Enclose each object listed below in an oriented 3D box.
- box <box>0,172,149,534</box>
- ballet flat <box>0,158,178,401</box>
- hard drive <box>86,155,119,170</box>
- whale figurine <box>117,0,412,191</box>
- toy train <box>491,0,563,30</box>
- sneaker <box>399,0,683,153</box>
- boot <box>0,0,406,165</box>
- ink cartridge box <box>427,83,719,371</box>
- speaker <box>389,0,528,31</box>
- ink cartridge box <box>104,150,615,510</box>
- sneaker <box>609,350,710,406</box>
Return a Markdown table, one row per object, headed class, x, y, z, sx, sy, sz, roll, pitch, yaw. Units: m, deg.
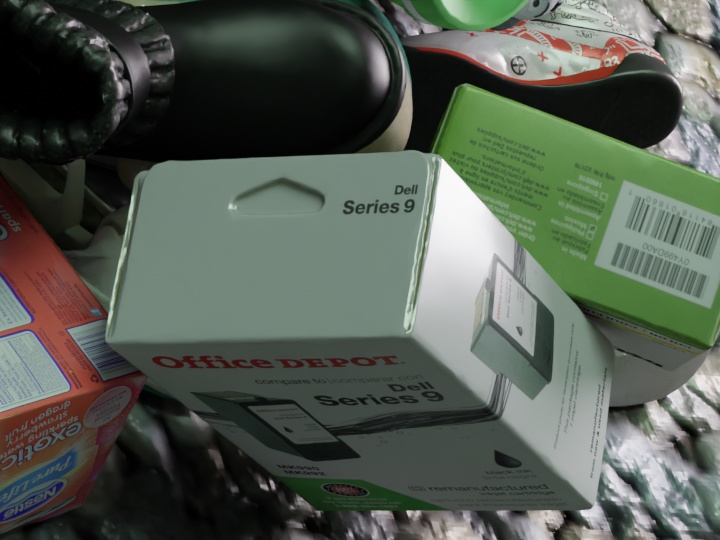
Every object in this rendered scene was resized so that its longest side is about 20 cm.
| class | x | y | z | sx | sy | sz | roll | pitch | yaw |
| --- | --- | --- | --- | --- | --- | --- | --- | --- | --- |
| box | -0.196 | 0.015 | 1.182 | 0.102 | 0.095 | 0.200 | -17 | 57 | -43 |
| ballet flat | -0.134 | -0.020 | 1.284 | 0.200 | 0.070 | 0.069 | 41 | 39 | 13 |
| hard drive | -0.083 | -0.115 | 1.452 | 0.132 | 0.027 | 0.200 | 16 | 40 | -18 |
| whale figurine | -0.071 | -0.103 | 1.313 | 0.200 | 0.159 | 0.104 | 22 | 40 | -23 |
| toy train | 0.030 | -0.179 | 1.469 | 0.114 | 0.085 | 0.200 | 25 | 1 | -31 |
| sneaker | 0.069 | -0.110 | 1.521 | 0.201 | 0.067 | 0.108 | 0 | 28 | -17 |
| boot | -0.087 | -0.082 | 1.162 | 0.210 | 0.080 | 0.158 | -2 | -1 | 3 |
| ink cartridge box | 0.093 | -0.010 | 1.298 | 0.147 | 0.200 | 0.076 | 21 | 80 | -1 |
| speaker | 0.002 | -0.182 | 1.336 | 0.088 | 0.089 | 0.200 | -6 | 26 | -37 |
| ink cartridge box | 0.003 | 0.031 | 1.172 | 0.200 | 0.146 | 0.084 | 43 | 51 | -53 |
| sneaker | 0.083 | 0.024 | 1.375 | 0.200 | 0.075 | 0.089 | 2 | 45 | -45 |
